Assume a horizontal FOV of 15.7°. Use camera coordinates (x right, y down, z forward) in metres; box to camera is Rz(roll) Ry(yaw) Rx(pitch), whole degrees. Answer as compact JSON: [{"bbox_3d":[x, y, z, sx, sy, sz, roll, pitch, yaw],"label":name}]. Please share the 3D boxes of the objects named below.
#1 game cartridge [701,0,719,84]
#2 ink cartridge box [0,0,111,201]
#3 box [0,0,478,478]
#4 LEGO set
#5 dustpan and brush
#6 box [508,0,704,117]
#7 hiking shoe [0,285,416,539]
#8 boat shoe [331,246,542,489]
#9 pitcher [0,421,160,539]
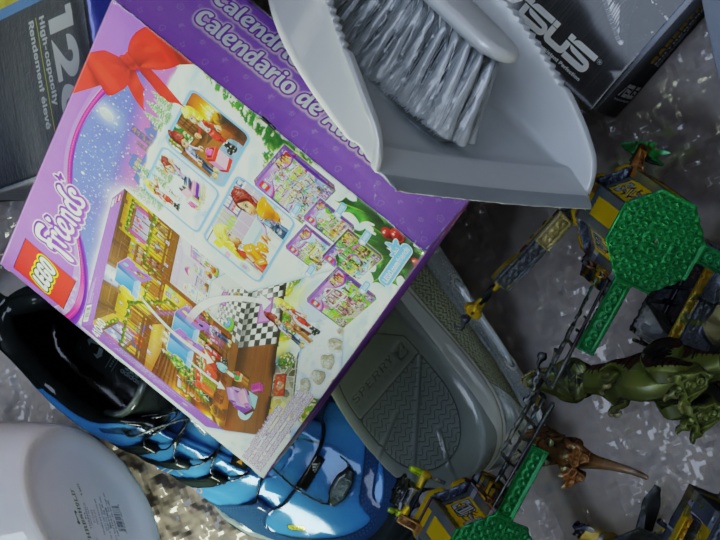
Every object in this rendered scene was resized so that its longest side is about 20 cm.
[{"bbox_3d":[0.168,-0.127,0.935,0.133,0.040,0.200,0,98,59],"label":"game cartridge"},{"bbox_3d":[-0.118,-0.137,1.056,0.200,0.047,0.198,-13,83,61],"label":"ink cartridge box"},{"bbox_3d":[-0.051,-0.016,0.957,0.137,0.200,0.039,39,57,2],"label":"box"},{"bbox_3d":[0.097,0.049,0.994,0.154,0.116,0.200,16,101,-19],"label":"LEGO set"},{"bbox_3d":[0.003,-0.112,0.901,0.200,0.140,0.057,50,115,25],"label":"dustpan and brush"},{"bbox_3d":[0.078,-0.184,1.049,0.200,0.048,0.158,44,103,14],"label":"box"},{"bbox_3d":[-0.066,0.064,1.073,0.200,0.087,0.074,26,97,17],"label":"hiking shoe"},{"bbox_3d":[0.001,0.000,1.071,0.202,0.065,0.074,53,123,18],"label":"boat shoe"},{"bbox_3d":[-0.191,0.124,1.105,0.200,0.121,0.172,-33,71,27],"label":"pitcher"}]
